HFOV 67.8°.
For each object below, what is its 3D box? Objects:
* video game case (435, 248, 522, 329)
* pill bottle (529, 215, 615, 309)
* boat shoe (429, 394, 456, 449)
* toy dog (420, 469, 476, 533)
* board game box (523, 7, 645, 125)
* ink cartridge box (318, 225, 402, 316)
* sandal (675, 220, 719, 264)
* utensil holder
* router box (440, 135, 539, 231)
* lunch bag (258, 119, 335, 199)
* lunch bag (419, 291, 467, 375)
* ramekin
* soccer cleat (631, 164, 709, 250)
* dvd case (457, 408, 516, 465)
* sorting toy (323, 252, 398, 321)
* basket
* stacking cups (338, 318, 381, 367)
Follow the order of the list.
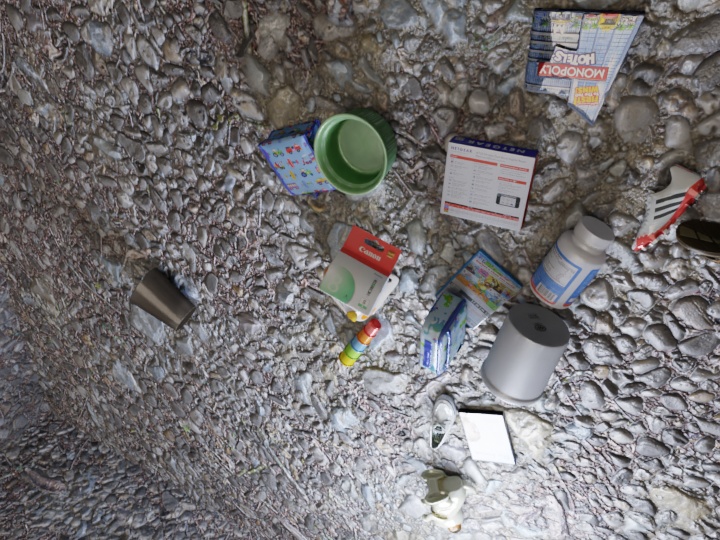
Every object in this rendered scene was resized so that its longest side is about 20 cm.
[{"bbox_3d":[0.307,0.053,1.410,0.143,0.018,0.200,41,131,2],"label":"video game case"},{"bbox_3d":[0.477,-0.019,1.205,0.112,0.112,0.201,32,129,9],"label":"pill bottle"},{"bbox_3d":[0.255,0.481,1.675,0.073,0.067,0.202,13,124,22],"label":"boat shoe"},{"bbox_3d":[0.294,0.789,1.821,0.191,0.140,0.202,-12,116,-6],"label":"toy dog"},{"bbox_3d":[0.419,-0.392,1.037,0.198,0.062,0.202,13,124,23],"label":"board game box"},{"bbox_3d":[0.000,0.000,1.466,0.160,0.050,0.202,28,99,8],"label":"ink cartridge box"},{"bbox_3d":[0.738,-0.044,1.076,0.198,0.082,0.055,13,147,14],"label":"sandal"},{"bbox_3d":[0.414,0.210,1.349,0.169,0.170,0.202,24,127,14],"label":"utensil holder"},{"bbox_3d":[0.293,-0.200,1.237,0.198,0.049,0.181,17,126,20],"label":"router box"},{"bbox_3d":[-0.154,-0.279,1.432,0.149,0.094,0.201,-4,126,29],"label":"lunch bag"},{"bbox_3d":[0.218,0.172,1.422,0.082,0.161,0.201,24,142,25],"label":"lunch bag"},{"bbox_3d":[-0.007,-0.298,1.318,0.198,0.098,0.202,15,125,22],"label":"ramekin"},{"bbox_3d":[0.613,-0.124,1.096,0.085,0.068,0.201,51,144,25],"label":"soccer cleat"},{"bbox_3d":[0.390,0.512,1.649,0.141,0.018,0.202,-5,116,31],"label":"dvd case"},{"bbox_3d":[0.009,0.032,1.535,0.180,0.107,0.200,-39,96,21],"label":"sorting toy"},{"bbox_3d":[-0.720,0.117,1.972,0.199,0.136,0.181,40,125,-2],"label":"basket"},{"bbox_3d":[0.002,0.227,1.667,0.060,0.061,0.200,40,130,2],"label":"stacking cups"}]
